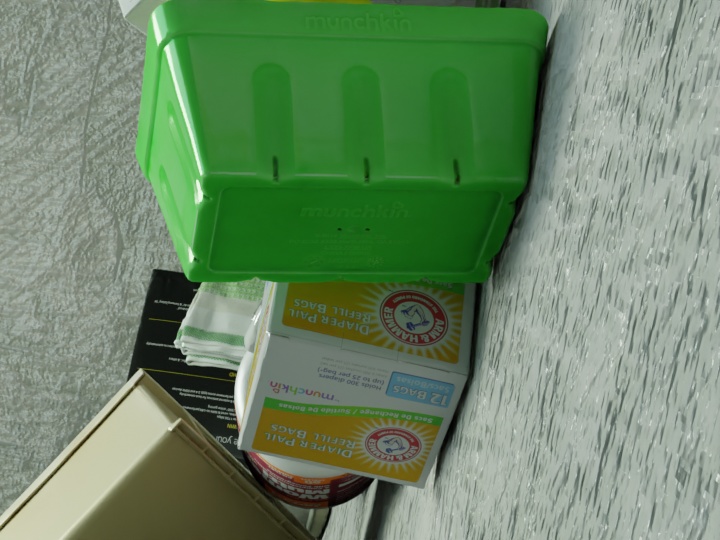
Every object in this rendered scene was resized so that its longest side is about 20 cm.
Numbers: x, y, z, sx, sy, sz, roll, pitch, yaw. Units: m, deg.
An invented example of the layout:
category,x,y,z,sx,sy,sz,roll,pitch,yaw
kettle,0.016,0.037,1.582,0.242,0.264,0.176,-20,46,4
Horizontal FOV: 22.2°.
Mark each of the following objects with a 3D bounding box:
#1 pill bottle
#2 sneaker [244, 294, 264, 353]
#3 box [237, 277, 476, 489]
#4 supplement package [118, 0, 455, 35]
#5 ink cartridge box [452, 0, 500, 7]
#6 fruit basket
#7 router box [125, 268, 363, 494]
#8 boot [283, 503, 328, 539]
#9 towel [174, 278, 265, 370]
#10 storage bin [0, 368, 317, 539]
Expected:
category,x,y,z,sx,sy,sz,roll,pitch,yaw
pill bottle,-0.031,0.104,1.266,0.200,0.109,0.110,97,-176,-73
sneaker,0.016,0.000,1.172,0.200,0.099,0.078,-51,-2,-20
box,0.004,0.006,1.030,0.102,0.112,0.201,108,174,-46
supplement package,-0.030,-0.205,1.076,0.200,0.155,0.111,-41,42,16
ink cartridge box,0.003,-0.237,1.187,0.048,0.198,0.147,-86,8,-87
fruit basket,-0.015,-0.095,0.951,0.156,0.214,0.217,107,175,-55
router box,-0.083,0.086,1.458,0.051,0.198,0.150,80,-160,-66
boot,-0.133,0.225,1.857,0.182,0.198,0.073,107,175,-55
towel,-0.046,0.010,1.448,0.201,0.148,0.031,-68,-14,-45
storage bin,-0.145,0.217,1.288,0.200,0.199,0.094,-46,27,-6
